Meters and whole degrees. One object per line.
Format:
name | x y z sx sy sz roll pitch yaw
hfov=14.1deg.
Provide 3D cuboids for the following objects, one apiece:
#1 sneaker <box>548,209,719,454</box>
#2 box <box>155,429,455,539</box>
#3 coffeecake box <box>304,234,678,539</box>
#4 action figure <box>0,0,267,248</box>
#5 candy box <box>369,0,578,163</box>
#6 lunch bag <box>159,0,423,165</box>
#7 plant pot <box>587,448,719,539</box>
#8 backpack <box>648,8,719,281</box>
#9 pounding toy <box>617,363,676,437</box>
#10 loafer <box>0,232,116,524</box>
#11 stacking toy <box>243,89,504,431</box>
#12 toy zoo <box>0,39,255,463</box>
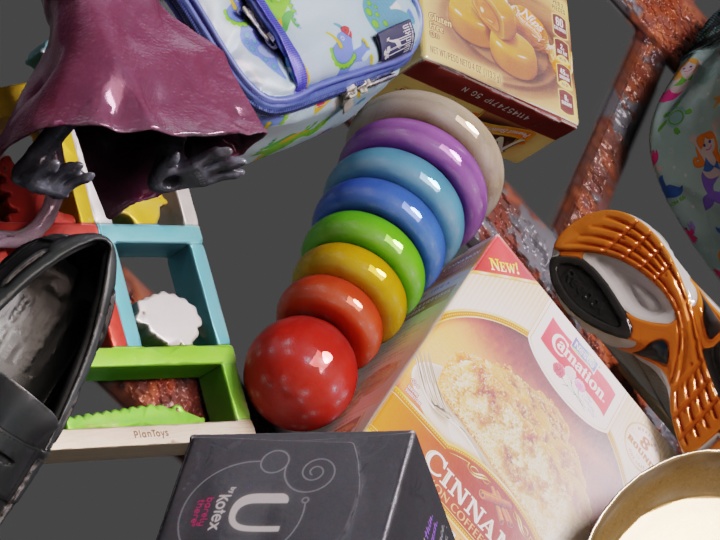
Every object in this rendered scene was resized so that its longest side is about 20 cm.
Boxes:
sneaker | 0.181 0.055 1.509 0.200 0.076 0.092 53 5 19
box | -0.012 0.176 1.221 0.123 0.105 0.201 -73 153 -42
coffeecake box | 0.054 0.105 1.417 0.154 0.073 0.200 49 41 -13
action figure | -0.115 -0.120 1.304 0.134 0.148 0.201 17 51 -49
candy box | 0.054 -0.170 1.590 0.115 0.055 0.201 21 54 -37
lunch bag | -0.072 -0.153 1.418 0.160 0.082 0.201 -23 77 -49
plant pot | 0.184 0.185 1.397 0.199 0.027 0.201 11 63 -23
backpack | 0.264 -0.072 1.688 0.178 0.150 0.200 53 46 -11
pounding toy | 0.254 0.136 1.558 0.200 0.142 0.185 48 24 -35
loafer | -0.160 0.062 1.210 0.068 0.070 0.201 37 55 -13
stacking toy | 0.000 0.000 1.415 0.085 0.085 0.200 47 43 -16
toy zoo | -0.125 -0.011 1.341 0.131 0.020 0.201 0 68 -46
